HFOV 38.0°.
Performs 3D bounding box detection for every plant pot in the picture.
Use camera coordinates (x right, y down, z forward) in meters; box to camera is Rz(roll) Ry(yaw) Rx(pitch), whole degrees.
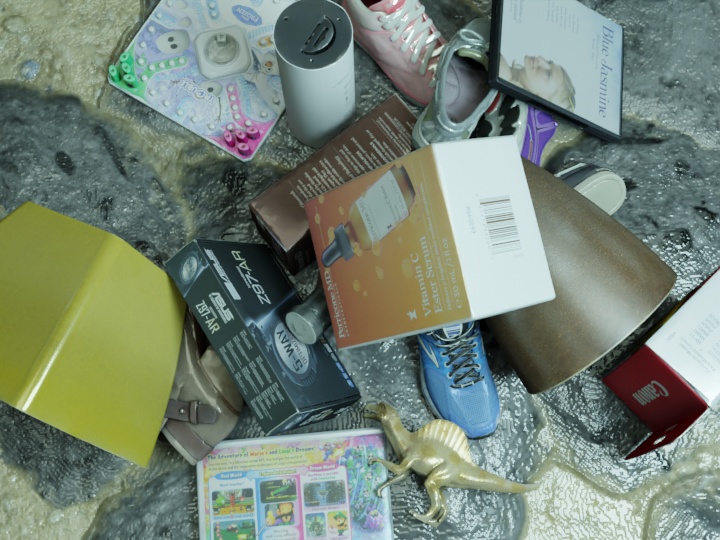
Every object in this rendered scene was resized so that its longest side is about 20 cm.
[{"bbox_3d":[-0.285,0.052,1.010,0.199,0.200,0.177,20,75,30],"label":"plant pot"},{"bbox_3d":[0.175,-0.014,1.035,0.187,0.187,0.200,-40,89,-9],"label":"plant pot"}]

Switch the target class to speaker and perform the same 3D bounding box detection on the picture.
[{"bbox_3d":[-0.045,-0.203,1.100,0.081,0.200,0.082,0,75,1],"label":"speaker"}]

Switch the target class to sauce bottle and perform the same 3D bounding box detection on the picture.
[{"bbox_3d":[0.000,0.000,1.083,0.066,0.066,0.200,42,57,11],"label":"sauce bottle"}]

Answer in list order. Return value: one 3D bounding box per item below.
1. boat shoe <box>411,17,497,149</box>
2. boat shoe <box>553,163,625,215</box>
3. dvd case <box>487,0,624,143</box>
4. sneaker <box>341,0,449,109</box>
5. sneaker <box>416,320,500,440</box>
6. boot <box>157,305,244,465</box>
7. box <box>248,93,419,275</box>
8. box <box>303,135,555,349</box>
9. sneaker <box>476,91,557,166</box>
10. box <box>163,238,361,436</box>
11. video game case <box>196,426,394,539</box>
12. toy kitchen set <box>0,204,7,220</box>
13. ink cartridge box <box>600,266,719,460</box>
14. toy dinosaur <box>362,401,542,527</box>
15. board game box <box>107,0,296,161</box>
[{"bbox_3d":[0.113,-0.199,1.096,0.074,0.065,0.202,31,55,-4],"label":"boat shoe"},{"bbox_3d":[0.189,-0.057,1.142,0.199,0.073,0.063,-27,33,0],"label":"boat shoe"},{"bbox_3d":[0.217,-0.235,1.136,0.199,0.018,0.144,17,70,-35],"label":"dvd case"},{"bbox_3d":[0.056,-0.256,1.163,0.200,0.105,0.075,42,78,10],"label":"sneaker"},{"bbox_3d":[0.091,0.079,1.081,0.078,0.089,0.201,-19,78,-4],"label":"sneaker"},{"bbox_3d":[-0.206,0.102,1.090,0.199,0.070,0.147,28,84,22],"label":"boot"},{"bbox_3d":[-0.019,-0.091,1.122,0.200,0.100,0.075,-36,77,-8],"label":"box"},{"bbox_3d":[0.058,-0.021,0.963,0.106,0.200,0.153,-11,85,-38],"label":"box"},{"bbox_3d":[0.184,-0.186,1.168,0.083,0.080,0.201,34,61,-34],"label":"sneaker"},{"bbox_3d":[-0.094,0.063,1.052,0.043,0.160,0.201,-37,75,17],"label":"box"},{"bbox_3d":[-0.066,0.261,1.071,0.199,0.024,0.183,-5,75,1],"label":"video game case"},{"bbox_3d":[-0.511,-0.079,1.097,0.199,0.163,0.181,-30,77,-7],"label":"toy kitchen set"},{"bbox_3d":[0.310,0.090,1.015,0.175,0.200,0.084,-42,78,-10],"label":"ink cartridge box"},{"bbox_3d":[0.082,0.204,1.048,0.199,0.058,0.102,28,82,3],"label":"toy dinosaur"},{"bbox_3d":[-0.160,-0.256,1.207,0.199,0.026,0.201,30,78,8],"label":"board game box"}]
